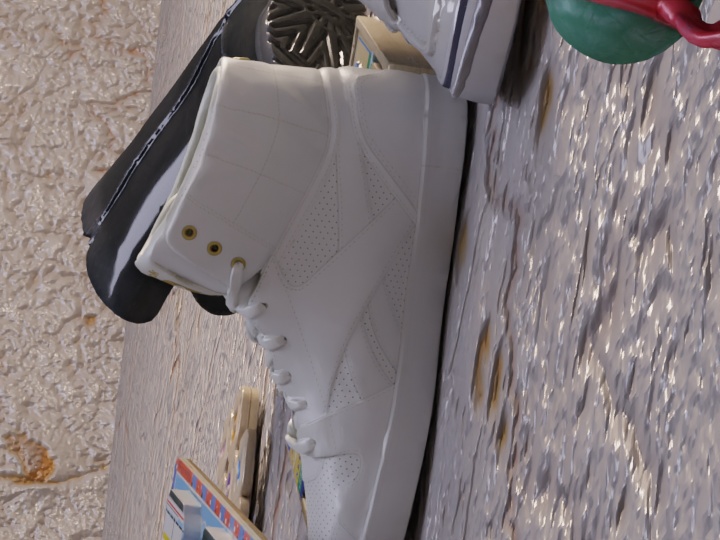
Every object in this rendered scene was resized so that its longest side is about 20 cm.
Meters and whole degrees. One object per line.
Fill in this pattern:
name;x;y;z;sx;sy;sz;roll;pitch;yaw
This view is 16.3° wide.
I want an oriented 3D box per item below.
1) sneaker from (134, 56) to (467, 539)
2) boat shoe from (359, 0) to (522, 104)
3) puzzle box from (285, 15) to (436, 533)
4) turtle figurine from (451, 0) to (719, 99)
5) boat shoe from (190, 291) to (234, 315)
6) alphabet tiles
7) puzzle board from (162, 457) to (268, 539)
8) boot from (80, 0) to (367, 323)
sneaker;-0.029;0.021;0.930;0.074;0.115;0.202;178;99;-80
boat shoe;0.019;-0.119;0.897;0.200;0.065;0.072;-96;16;-60
puzzle box;0.000;0.000;1.058;0.133;0.025;0.201;-113;31;-76
turtle figurine;0.060;-0.117;0.498;0.201;0.100;0.150;-67;22;-4
boat shoe;-0.063;-0.037;1.361;0.202;0.073;0.063;115;170;-50
alphabet tiles;-0.079;0.175;1.483;0.196;0.014;0.201;119;158;-67
puzzle board;-0.066;0.165;0.975;0.200;0.017;0.152;-154;72;-73
boot;-0.072;-0.052;1.212;0.200;0.065;0.165;-49;20;27
